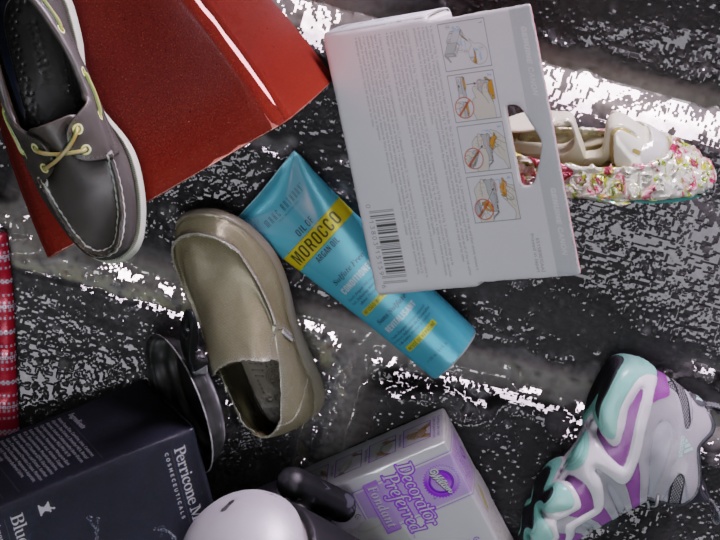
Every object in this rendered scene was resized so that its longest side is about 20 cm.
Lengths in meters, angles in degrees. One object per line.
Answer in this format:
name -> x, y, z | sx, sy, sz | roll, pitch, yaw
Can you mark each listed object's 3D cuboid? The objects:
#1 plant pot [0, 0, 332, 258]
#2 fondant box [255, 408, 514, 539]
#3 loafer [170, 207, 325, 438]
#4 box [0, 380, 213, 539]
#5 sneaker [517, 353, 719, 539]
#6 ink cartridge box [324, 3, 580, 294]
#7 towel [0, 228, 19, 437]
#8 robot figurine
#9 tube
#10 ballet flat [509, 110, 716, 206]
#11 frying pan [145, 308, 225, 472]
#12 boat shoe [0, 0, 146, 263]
plant pot -> -0.159, -0.151, 1.534 | 0.199, 0.200, 0.177 | -28, 98, 14
fondant box -> 0.011, 0.219, 1.750 | 0.199, 0.058, 0.145 | -25, 110, 11
loafer -> -0.088, 0.045, 1.664 | 0.075, 0.068, 0.201 | -16, 114, 30
box -> -0.215, 0.223, 1.690 | 0.199, 0.117, 0.198 | -22, 114, -20
sneaker -> 0.218, 0.177, 1.711 | 0.139, 0.078, 0.201 | 25, 113, -7
ink cartridge box -> 0.072, -0.089, 1.567 | 0.172, 0.043, 0.202 | -5, 103, 30
towel -> -0.345, 0.060, 1.717 | 0.143, 0.023, 0.202 | 1, 113, 1
robot figurine -> -0.051, 0.247, 1.652 | 0.125, 0.151, 0.199 | -40, 130, 21
tube -> 0.000, 0.000, 1.666 | 0.200, 0.050, 0.078 | 41, 104, -7
ballet flat -> 0.167, -0.087, 1.599 | 0.198, 0.076, 0.064 | 0, 128, 1
frying pan -> -0.137, 0.072, 1.662 | 0.031, 0.115, 0.191 | -21, 132, -23
boat shoe -> -0.201, -0.098, 1.427 | 0.071, 0.061, 0.203 | -21, 89, 14
